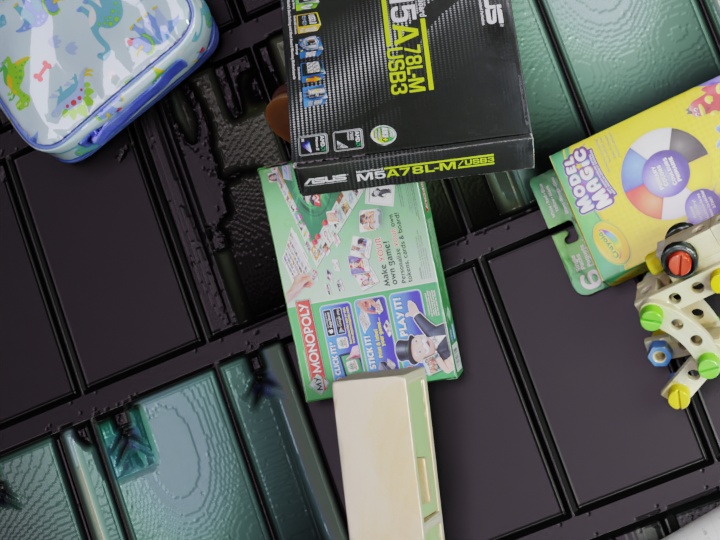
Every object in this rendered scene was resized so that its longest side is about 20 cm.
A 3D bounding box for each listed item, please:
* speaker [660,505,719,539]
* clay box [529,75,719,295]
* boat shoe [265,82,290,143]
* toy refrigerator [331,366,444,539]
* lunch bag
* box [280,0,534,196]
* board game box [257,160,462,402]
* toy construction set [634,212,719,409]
[{"bbox_3d":[0.270,0.235,1.639,0.199,0.081,0.082,-32,76,10],"label":"speaker"},{"bbox_3d":[0.242,-0.069,1.697,0.199,0.048,0.116,-25,78,11],"label":"clay box"},{"bbox_3d":[0.022,-0.134,1.763,0.199,0.071,0.071,9,49,14],"label":"boat shoe"},{"bbox_3d":[0.029,0.183,1.701,0.069,0.076,0.202,-6,91,15],"label":"toy refrigerator"},{"bbox_3d":[-0.234,-0.201,1.830,0.200,0.082,0.161,-40,74,9],"label":"lunch bag"},{"bbox_3d":[0.036,-0.160,1.706,0.192,0.048,0.201,-8,54,5],"label":"box"},{"bbox_3d":[0.000,0.000,1.742,0.134,0.029,0.202,-9,97,16],"label":"board game box"},{"bbox_3d":[0.298,0.011,1.639,0.199,0.092,0.132,-31,108,10],"label":"toy construction set"}]
